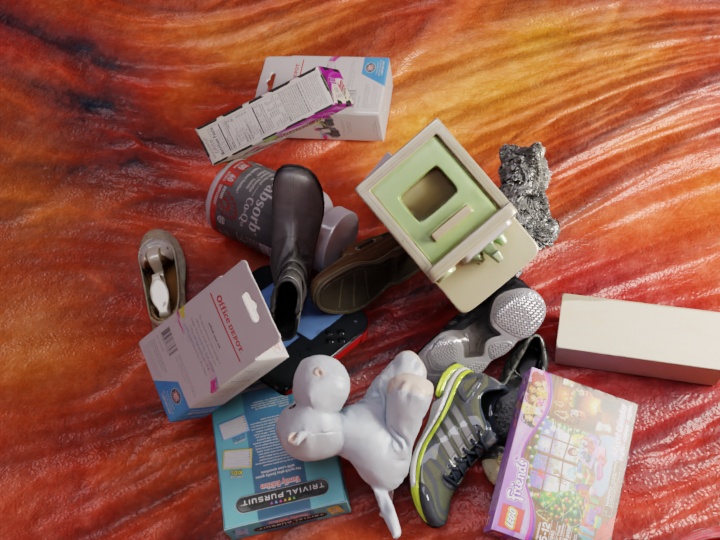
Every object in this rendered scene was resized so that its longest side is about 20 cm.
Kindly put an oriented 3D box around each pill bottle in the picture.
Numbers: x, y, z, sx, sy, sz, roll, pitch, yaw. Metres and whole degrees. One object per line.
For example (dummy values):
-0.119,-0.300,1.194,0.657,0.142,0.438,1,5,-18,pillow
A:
-0.110,-0.075,1.251,0.200,0.116,0.116,24,65,21,pill bottle

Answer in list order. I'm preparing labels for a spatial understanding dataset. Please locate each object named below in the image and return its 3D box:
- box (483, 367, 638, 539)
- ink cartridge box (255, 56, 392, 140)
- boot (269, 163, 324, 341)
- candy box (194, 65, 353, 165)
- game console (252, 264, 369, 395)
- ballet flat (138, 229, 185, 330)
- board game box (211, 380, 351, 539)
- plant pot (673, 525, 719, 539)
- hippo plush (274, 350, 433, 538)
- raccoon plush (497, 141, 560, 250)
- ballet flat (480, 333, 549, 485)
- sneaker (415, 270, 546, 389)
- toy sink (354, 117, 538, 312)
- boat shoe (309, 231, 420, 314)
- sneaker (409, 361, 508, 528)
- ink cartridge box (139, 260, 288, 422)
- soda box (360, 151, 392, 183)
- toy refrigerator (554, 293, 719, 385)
0.235,0.229,1.026,0.136,0.039,0.201,19,67,1,box
-0.057,-0.271,1.383,0.199,0.068,0.115,4,60,11,ink cartridge box
-0.083,-0.020,1.104,0.070,0.201,0.132,1,33,2,boot
-0.120,-0.221,1.264,0.199,0.136,0.061,-23,95,14,candy box
-0.108,0.071,1.166,0.200,0.031,0.177,28,41,30,game console
-0.282,0.007,1.259,0.067,0.062,0.200,-19,57,-3,ballet flat
-0.105,0.219,1.109,0.150,0.047,0.201,-13,58,0,board game box
0.357,0.372,0.863,0.200,0.183,0.201,-4,59,6,plant pot
-0.019,0.179,1.037,0.160,0.159,0.201,14,89,-8,hippo plush
0.202,-0.088,1.166,0.096,0.134,0.200,-1,23,28,raccoon plush
0.188,0.169,1.088,0.066,0.057,0.200,12,61,13,ballet flat
0.143,0.071,1.150,0.200,0.076,0.114,-34,27,14,sneaker
0.108,-0.059,1.054,0.130,0.112,0.200,-39,86,5,toy sink
0.000,0.000,1.196,0.200,0.072,0.068,-21,39,-38,boat shoe
0.117,0.207,1.047,0.081,0.074,0.201,4,68,35,sneaker
-0.167,0.086,1.071,0.200,0.068,0.115,-36,69,26,ink cartridge box
0.077,-0.089,1.209,0.068,0.064,0.200,-50,37,5,soda box
0.349,0.088,1.109,0.199,0.070,0.076,6,67,13,toy refrigerator
